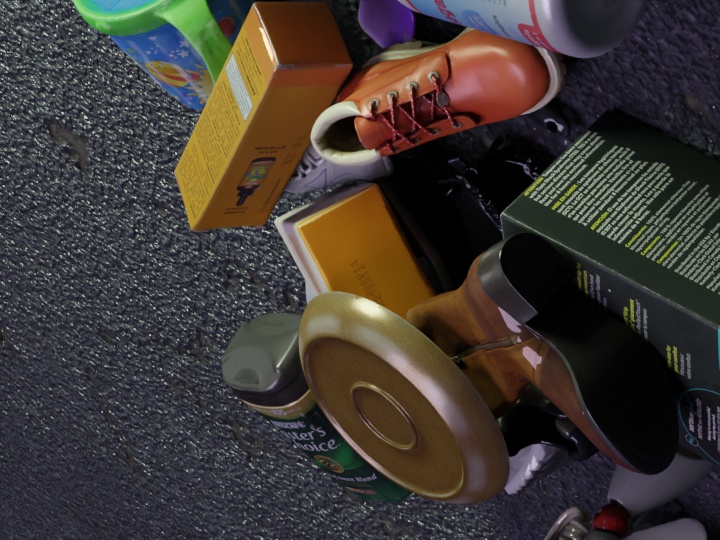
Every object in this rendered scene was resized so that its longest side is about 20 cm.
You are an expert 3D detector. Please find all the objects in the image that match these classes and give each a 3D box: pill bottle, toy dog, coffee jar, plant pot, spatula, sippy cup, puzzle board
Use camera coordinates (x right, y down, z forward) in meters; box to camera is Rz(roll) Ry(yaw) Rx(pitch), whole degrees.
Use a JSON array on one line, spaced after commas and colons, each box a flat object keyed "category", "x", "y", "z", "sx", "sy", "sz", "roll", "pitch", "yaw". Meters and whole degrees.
[{"category": "pill bottle", "x": 0.082, "y": -0.208, "z": 1.401, "sx": 0.200, "sy": 0.109, "sz": 0.109, "roll": 22, "pitch": 145, "yaw": 41}, {"category": "toy dog", "x": 0.232, "y": 0.178, "z": 1.679, "sx": 0.096, "sy": 0.200, "sz": 0.132, "roll": 32, "pitch": -179, "yaw": -10}, {"category": "coffee jar", "x": -0.028, "y": 0.119, "z": 1.934, "sx": 0.104, "sy": 0.085, "sz": 0.200, "roll": 4, "pitch": 147, "yaw": 51}, {"category": "plant pot", "x": 0.024, "y": 0.102, "z": 1.626, "sx": 0.200, "sy": 0.027, "sz": 0.200, "roll": 35, "pitch": 152, "yaw": 22}, {"category": "spatula", "x": 0.073, "y": -0.150, "z": 1.594, "sx": 0.200, "sy": 0.021, "sz": 0.057, "roll": 33, "pitch": 140, "yaw": 22}, {"category": "sippy cup", "x": -0.135, "y": -0.201, "z": 1.721, "sx": 0.140, "sy": 0.178, "sz": 0.130, "roll": -11, "pitch": 136, "yaw": 26}, {"category": "puzzle board", "x": 0.057, "y": 0.019, "z": 1.783, "sx": 0.151, "sy": 0.017, "sz": 0.200, "roll": 56, "pitch": 172, "yaw": 47}]

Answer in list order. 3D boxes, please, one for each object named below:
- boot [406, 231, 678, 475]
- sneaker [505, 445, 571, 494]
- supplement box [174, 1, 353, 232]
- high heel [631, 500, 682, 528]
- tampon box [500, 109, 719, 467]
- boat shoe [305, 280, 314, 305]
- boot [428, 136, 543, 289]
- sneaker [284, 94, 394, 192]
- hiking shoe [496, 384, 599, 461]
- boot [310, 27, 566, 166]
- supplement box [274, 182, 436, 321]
[{"category": "boot", "x": 0.118, "y": 0.078, "z": 1.516, "sx": 0.188, "sy": 0.068, "sz": 0.200, "roll": 46, "pitch": 155, "yaw": 1}, {"category": "sneaker", "x": 0.148, "y": 0.115, "z": 1.831, "sx": 0.082, "sy": 0.075, "sz": 0.200, "roll": 52, "pitch": 152, "yaw": 23}, {"category": "supplement box", "x": -0.076, "y": -0.112, "z": 1.645, "sx": 0.200, "sy": 0.067, "sz": 0.069, "roll": -60, "pitch": 44, "yaw": 45}, {"category": "high heel", "x": 0.273, "y": 0.282, "z": 1.781, "sx": 0.200, "sy": 0.143, "sz": 0.071, "roll": 33, "pitch": 151, "yaw": 25}, {"category": "tampon box", "x": 0.215, "y": 0.013, "z": 1.500, "sx": 0.200, "sy": 0.126, "sz": 0.150, "roll": 30, "pitch": 149, "yaw": 31}, {"category": "boat shoe", "x": 0.010, "y": 0.042, "z": 1.927, "sx": 0.062, "sy": 0.072, "sz": 0.200, "roll": 15, "pitch": 152, "yaw": 30}, {"category": "boot", "x": 0.131, "y": 0.001, "z": 1.665, "sx": 0.198, "sy": 0.073, "sz": 0.162, "roll": 49, "pitch": 159, "yaw": 8}, {"category": "sneaker", "x": -0.032, "y": -0.090, "z": 1.718, "sx": 0.075, "sy": 0.087, "sz": 0.200, "roll": 68, "pitch": 164, "yaw": 3}, {"category": "hiking shoe", "x": 0.181, "y": 0.097, "z": 1.625, "sx": 0.200, "sy": 0.101, "sz": 0.076, "roll": -16, "pitch": 136, "yaw": 19}, {"category": "boot", "x": 0.052, "y": -0.117, "z": 1.539, "sx": 0.200, "sy": 0.107, "sz": 0.075, "roll": -10, "pitch": 114, "yaw": 48}, {"category": "supplement box", "x": 0.000, "y": 0.000, "z": 1.732, "sx": 0.126, "sy": 0.074, "sz": 0.200, "roll": 62, "pitch": 175, "yaw": -6}]
